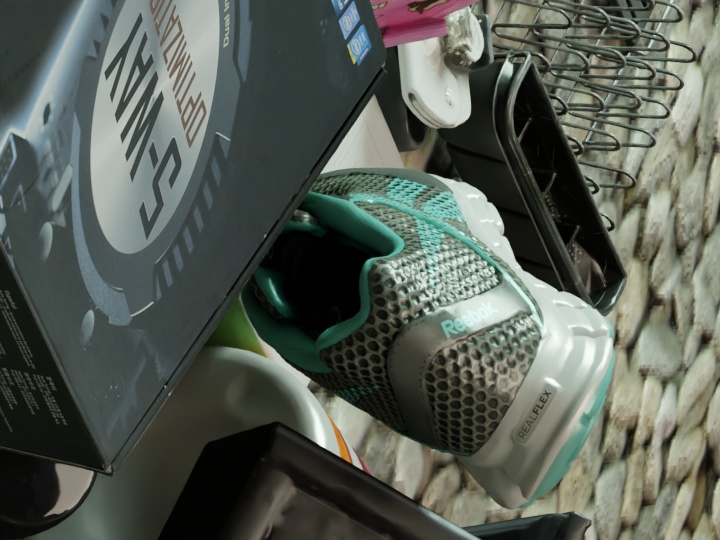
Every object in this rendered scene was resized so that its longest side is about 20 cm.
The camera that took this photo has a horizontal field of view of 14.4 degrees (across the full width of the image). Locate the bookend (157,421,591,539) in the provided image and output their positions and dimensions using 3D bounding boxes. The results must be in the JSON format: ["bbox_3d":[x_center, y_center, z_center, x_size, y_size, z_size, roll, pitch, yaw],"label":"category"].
[{"bbox_3d":[-0.068,0.118,0.835,0.198,0.092,0.201,31,73,-13],"label":"bookend"}]

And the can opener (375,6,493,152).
[{"bbox_3d":[0.011,-0.145,1.034,0.053,0.066,0.201,9,76,-63],"label":"can opener"}]

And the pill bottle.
[{"bbox_3d":[-0.028,0.123,1.011,0.115,0.114,0.200,-66,147,-22],"label":"pill bottle"}]

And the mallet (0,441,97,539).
[{"bbox_3d":[-0.151,0.104,0.752,0.200,0.066,0.041,-43,97,-11],"label":"mallet"}]

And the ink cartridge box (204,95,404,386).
[{"bbox_3d":[-0.053,-0.058,0.962,0.104,0.059,0.200,-60,146,-30],"label":"ink cartridge box"}]

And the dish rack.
[{"bbox_3d":[0.098,-0.100,1.218,0.201,0.054,0.154,-63,148,-26],"label":"dish rack"}]

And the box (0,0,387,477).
[{"bbox_3d":[-0.070,-0.076,0.697,0.160,0.043,0.200,-56,142,-35],"label":"box"}]

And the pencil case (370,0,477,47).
[{"bbox_3d":[-0.019,-0.163,0.858,0.086,0.083,0.201,17,42,-51],"label":"pencil case"}]

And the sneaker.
[{"bbox_3d":[0.000,0.000,0.858,0.091,0.200,0.078,27,92,-26],"label":"sneaker"}]
